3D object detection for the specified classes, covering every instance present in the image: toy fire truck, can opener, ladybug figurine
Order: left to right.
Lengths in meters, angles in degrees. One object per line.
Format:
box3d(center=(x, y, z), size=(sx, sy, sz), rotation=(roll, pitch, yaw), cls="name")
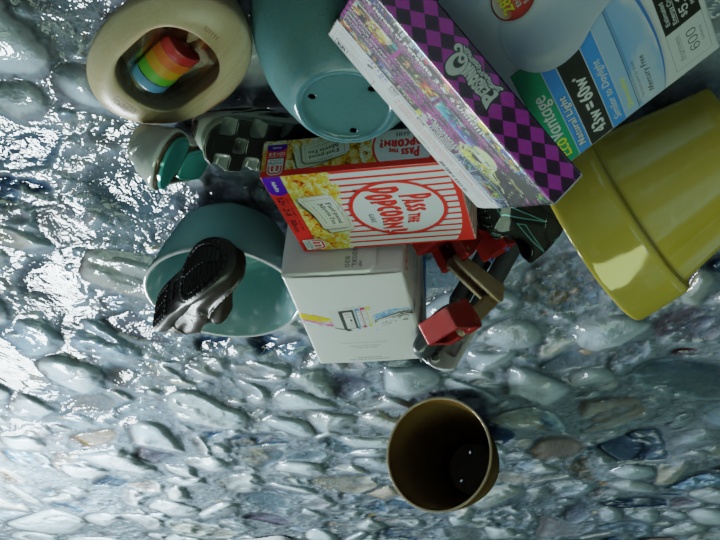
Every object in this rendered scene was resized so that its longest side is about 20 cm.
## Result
box3d(center=(-0.187, -0.216, 0.892), size=(0.199, 0.073, 0.135), rotation=(-24, 136, 33), cls="ladybug figurine")
box3d(center=(0.124, -0.003, 1.044), size=(0.199, 0.142, 0.049), rotation=(-15, 164, -46), cls="toy fire truck")
box3d(center=(0.135, 0.034, 1.120), size=(0.052, 0.201, 0.067), rotation=(26, 160, 22), cls="can opener")

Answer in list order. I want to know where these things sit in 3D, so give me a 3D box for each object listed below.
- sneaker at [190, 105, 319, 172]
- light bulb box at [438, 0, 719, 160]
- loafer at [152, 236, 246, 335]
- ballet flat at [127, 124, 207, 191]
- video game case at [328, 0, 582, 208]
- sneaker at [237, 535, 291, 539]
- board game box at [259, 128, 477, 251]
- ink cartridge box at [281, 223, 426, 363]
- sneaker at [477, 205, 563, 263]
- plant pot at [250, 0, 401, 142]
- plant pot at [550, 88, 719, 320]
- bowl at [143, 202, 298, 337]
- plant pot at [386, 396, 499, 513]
box3d(center=(-0.091, -0.145, 0.999), size=(0.198, 0.089, 0.075), rotation=(9, 114, -34), cls="sneaker")
box3d(center=(0.151, -0.213, 0.741), size=(0.199, 0.125, 0.199), rotation=(-38, 129, 4), cls="light bulb box")
box3d(center=(-0.176, 0.022, 1.062), size=(0.071, 0.074, 0.199), rotation=(17, 151, -28), cls="loafer")
box3d(center=(-0.210, -0.124, 0.963), size=(0.068, 0.071, 0.200), rotation=(1, -174, 3), cls="ballet flat")
box3d(center=(0.062, -0.131, 0.692), size=(0.200, 0.036, 0.181), rotation=(48, 176, -8), cls="video game case")
box3d(center=(-0.256, 0.694, 2.205), size=(0.198, 0.080, 0.078), rotation=(-18, 141, 30), cls="sneaker")
box3d(center=(0.014, -0.082, 0.951), size=(0.197, 0.047, 0.152), rotation=(-4, 151, 15), cls="board game box")
box3d(center=(0.000, 0.000, 1.123), size=(0.142, 0.149, 0.201), rotation=(-4, 145, 10), cls="ink cartridge box")
box3d(center=(0.150, -0.083, 1.017), size=(0.199, 0.075, 0.080), rotation=(33, 94, -20), cls="sneaker")
box3d(center=(-0.011, -0.200, 0.847), size=(0.197, 0.136, 0.201), rotation=(3, 146, 2), cls="plant pot")
box3d(center=(0.317, -0.082, 0.958), size=(0.188, 0.202, 0.200), rotation=(-35, 133, 21), cls="plant pot")
box3d(center=(-0.167, -0.010, 1.159), size=(0.198, 0.106, 0.202), rotation=(2, 145, 1), cls="bowl")
box3d(center=(0.167, 0.333, 1.583), size=(0.184, 0.189, 0.200), rotation=(-12, 156, 21), cls="plant pot")
